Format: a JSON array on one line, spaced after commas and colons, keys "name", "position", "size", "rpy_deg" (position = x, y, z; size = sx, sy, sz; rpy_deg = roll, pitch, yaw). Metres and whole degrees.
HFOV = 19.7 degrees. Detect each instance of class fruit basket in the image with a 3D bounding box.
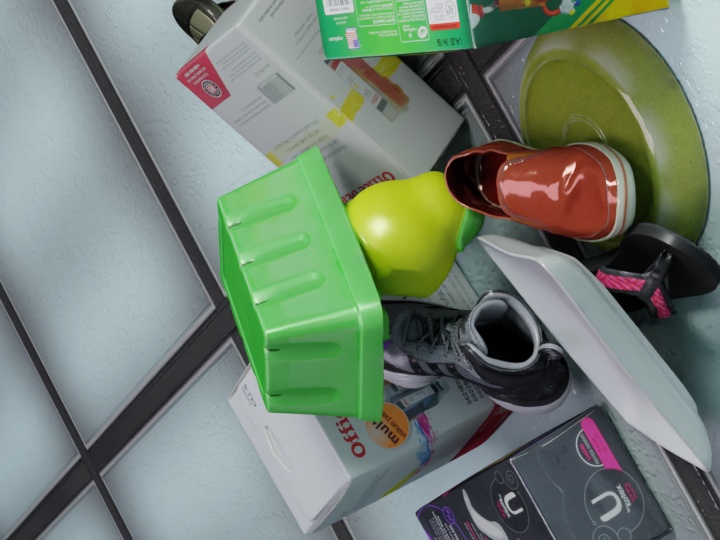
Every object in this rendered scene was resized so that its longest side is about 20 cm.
[{"name": "fruit basket", "position": [0.000, 0.000, 1.636], "size": [0.216, 0.215, 0.156], "rpy_deg": [45, 149, 34]}]

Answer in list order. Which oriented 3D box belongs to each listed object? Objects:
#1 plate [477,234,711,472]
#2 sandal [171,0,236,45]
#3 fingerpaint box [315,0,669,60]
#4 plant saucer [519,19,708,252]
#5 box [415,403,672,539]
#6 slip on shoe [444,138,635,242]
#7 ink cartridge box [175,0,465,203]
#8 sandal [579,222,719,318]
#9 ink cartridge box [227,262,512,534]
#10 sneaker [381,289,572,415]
[{"name": "plate", "position": [0.178, 0.050, 1.537], "size": [0.200, 0.032, 0.200], "rpy_deg": [50, 176, -11]}, {"name": "sandal", "position": [-0.117, -0.213, 1.870], "size": [0.080, 0.057, 0.201], "rpy_deg": [45, 180, 12]}, {"name": "fingerpaint box", "position": [0.087, -0.195, 1.438], "size": [0.199, 0.166, 0.074], "rpy_deg": [5, 108, 59]}, {"name": "plant saucer", "position": [0.176, -0.092, 1.520], "size": [0.200, 0.031, 0.201], "rpy_deg": [41, 144, 39]}, {"name": "box", "position": [0.150, 0.209, 1.732], "size": [0.123, 0.106, 0.200], "rpy_deg": [60, 152, 6]}, {"name": "slip on shoe", "position": [0.131, -0.060, 1.517], "size": [0.200, 0.061, 0.075], "rpy_deg": [16, 113, 56]}, {"name": "ink cartridge box", "position": [-0.034, -0.142, 1.709], "size": [0.200, 0.084, 0.145], "rpy_deg": [42, 153, -13]}, {"name": "sandal", "position": [0.201, 0.012, 1.506], "size": [0.075, 0.045, 0.200], "rpy_deg": [34, 162, -7]}, {"name": "ink cartridge box", "position": [0.014, 0.107, 1.789], "size": [0.146, 0.199, 0.145], "rpy_deg": [57, 152, 14]}, {"name": "sneaker", "position": [0.074, 0.050, 1.664], "size": [0.198, 0.076, 0.114], "rpy_deg": [16, 158, 11]}]
